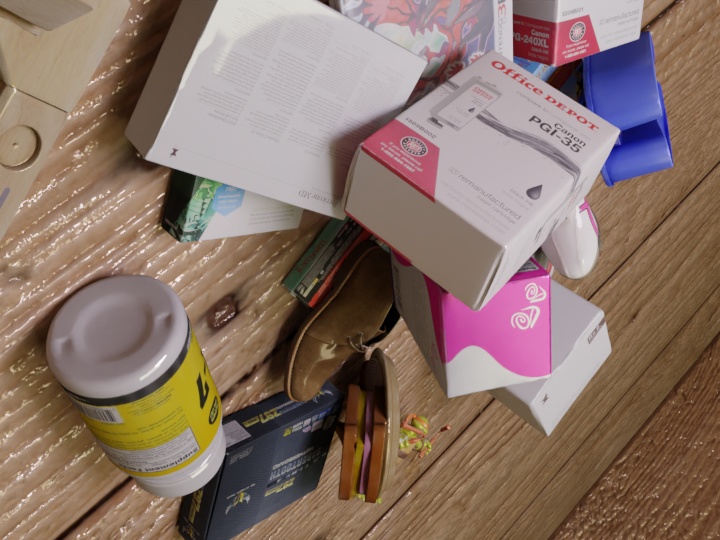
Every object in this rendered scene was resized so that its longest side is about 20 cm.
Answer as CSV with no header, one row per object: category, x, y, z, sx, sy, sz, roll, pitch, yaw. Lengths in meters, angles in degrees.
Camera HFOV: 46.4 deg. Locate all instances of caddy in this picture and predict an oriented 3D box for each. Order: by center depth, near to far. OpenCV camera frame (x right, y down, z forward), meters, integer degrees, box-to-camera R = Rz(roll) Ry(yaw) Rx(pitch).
caddy,0.299,-0.189,0.981,0.201,0.104,0.142,-71,144,-49

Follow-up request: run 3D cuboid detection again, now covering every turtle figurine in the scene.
turtle figurine,0.049,0.271,1.259,0.162,0.064,0.200,-49,158,3

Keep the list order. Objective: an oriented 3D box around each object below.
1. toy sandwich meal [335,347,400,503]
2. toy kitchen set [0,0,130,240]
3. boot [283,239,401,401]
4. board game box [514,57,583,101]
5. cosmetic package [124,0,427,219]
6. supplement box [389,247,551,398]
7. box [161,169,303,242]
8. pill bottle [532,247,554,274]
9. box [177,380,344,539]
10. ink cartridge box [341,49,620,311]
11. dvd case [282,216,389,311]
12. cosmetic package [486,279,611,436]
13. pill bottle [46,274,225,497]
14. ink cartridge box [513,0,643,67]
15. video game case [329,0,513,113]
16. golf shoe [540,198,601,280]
toy sandwich meal,0.001,0.194,1.043,0.069,0.206,0.207,3,127,-9
toy kitchen set,-0.223,-0.105,0.418,0.182,0.163,0.199,-58,149,6
boot,-0.015,0.070,0.925,0.201,0.075,0.073,-59,150,8
board game box,0.199,-0.184,1.041,0.201,0.056,0.196,-51,149,-8
cosmetic package,-0.059,-0.134,0.647,0.199,0.052,0.152,14,109,-44
supplement box,0.097,0.021,0.791,0.102,0.200,0.103,-8,113,-7
box,-0.085,-0.125,0.718,0.143,0.036,0.202,-12,127,-49
pill bottle,0.134,-0.028,0.987,0.199,0.114,0.115,12,110,-46
box,-0.115,0.228,1.000,0.199,0.051,0.159,-17,133,-47
ink cartridge box,0.103,-0.085,0.706,0.200,0.146,0.083,-41,160,-36
dvd case,0.000,0.000,0.972,0.147,0.022,0.200,-53,148,-5
cosmetic package,0.230,0.100,1.215,0.165,0.199,0.165,-50,149,-7
pill bottle,-0.183,0.108,0.727,0.114,0.114,0.201,-39,147,-24
ink cartridge box,0.220,-0.329,0.852,0.144,0.083,0.202,-23,126,-30
video game case,0.064,-0.203,0.762,0.199,0.023,0.184,-30,131,-26
golf shoe,0.217,-0.088,0.956,0.072,0.203,0.092,-19,164,30
